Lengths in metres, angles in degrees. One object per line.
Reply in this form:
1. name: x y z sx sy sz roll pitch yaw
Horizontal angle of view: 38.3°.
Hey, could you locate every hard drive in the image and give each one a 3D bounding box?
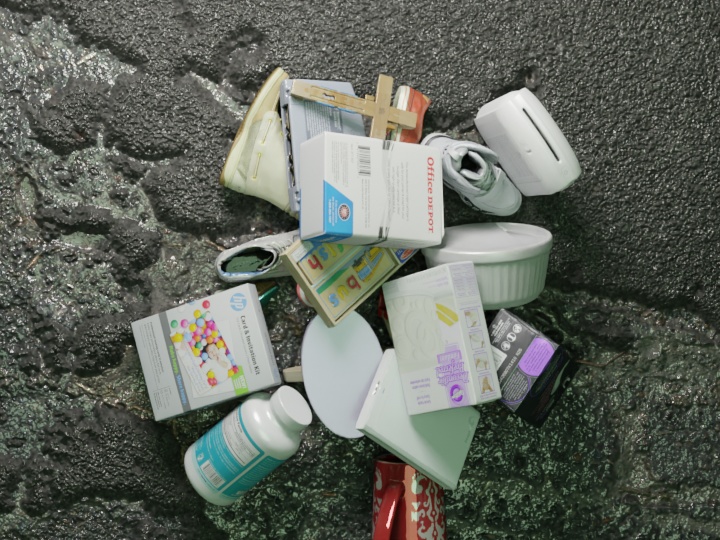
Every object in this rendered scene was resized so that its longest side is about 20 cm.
1. hard drive: 0.090 0.226 1.570 0.199 0.026 0.133 37 62 -28

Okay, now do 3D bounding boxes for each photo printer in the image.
1. photo printer: 0.255 -0.193 1.579 0.069 0.200 0.167 -35 95 -3

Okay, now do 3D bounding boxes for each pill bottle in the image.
1. pill bottle: -0.166 0.260 1.573 0.200 0.111 0.111 -40 96 21

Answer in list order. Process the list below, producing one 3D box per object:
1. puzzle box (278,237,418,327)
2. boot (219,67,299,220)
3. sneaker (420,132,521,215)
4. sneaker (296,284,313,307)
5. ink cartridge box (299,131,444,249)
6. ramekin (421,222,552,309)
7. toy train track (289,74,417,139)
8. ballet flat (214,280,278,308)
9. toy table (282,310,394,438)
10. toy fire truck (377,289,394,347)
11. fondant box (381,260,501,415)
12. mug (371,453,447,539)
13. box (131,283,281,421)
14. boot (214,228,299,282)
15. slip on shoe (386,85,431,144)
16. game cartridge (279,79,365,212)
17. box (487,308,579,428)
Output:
1. puzzle box: -0.013 -0.027 1.544 0.200 0.025 0.134 -42 106 -28
2. boot: -0.114 -0.195 1.607 0.153 0.072 0.202 25 91 -8
3. sneaker: 0.187 -0.139 1.601 0.199 0.115 0.076 32 90 -24
4. sneaker: 0.000 0.000 1.607 0.199 0.087 0.074 -34 109 -13
5. ink cartridge box: 0.016 -0.111 1.509 0.198 0.084 0.148 5 81 -30
6. ramekin: 0.195 -0.007 1.590 0.200 0.202 0.095 -6 105 -5
7. toy train track: -0.012 -0.246 1.567 0.198 0.033 0.116 13 76 -17
8. ballet flat: -0.216 0.078 1.620 0.072 0.068 0.201 40 93 12
9. toy table: -0.028 0.149 1.609 0.182 0.117 0.203 0 94 -6
10. toy fire truck: 0.106 0.122 1.640 0.139 0.049 0.203 -8 95 -19
11. fondant box: 0.115 0.100 1.504 0.058 0.144 0.202 -8 83 -41
12. mug: 0.078 0.394 1.609 0.132 0.178 0.203 0 89 -2
13. box: -0.234 0.125 1.567 0.198 0.041 0.158 -17 82 11
14. boot: -0.127 -0.020 1.600 0.198 0.096 0.074 -16 94 -6
15. slip on shoe: 0.070 -0.186 1.627 0.060 0.074 0.202 12 87 -9
16. game cartridge: -0.053 -0.187 1.577 0.132 0.040 0.203 -2 84 -28
17. box: 0.247 0.153 1.587 0.106 0.200 0.123 34 89 26
